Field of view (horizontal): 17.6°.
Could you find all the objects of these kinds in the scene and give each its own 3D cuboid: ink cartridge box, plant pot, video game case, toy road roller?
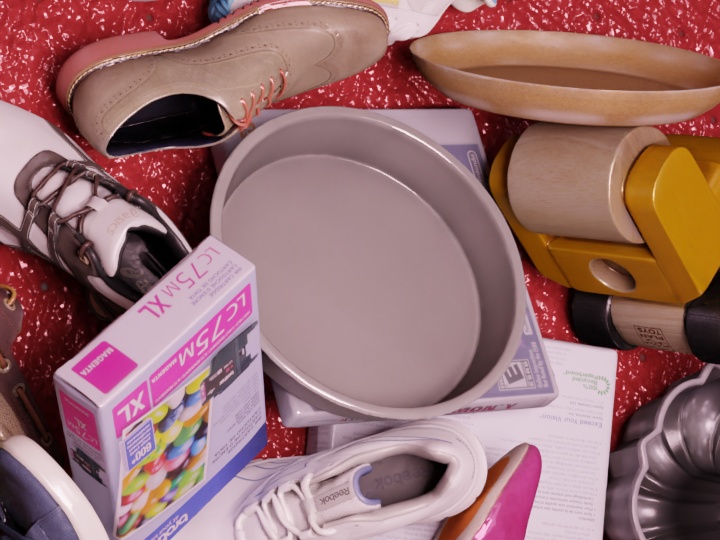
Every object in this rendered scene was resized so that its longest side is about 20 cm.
[{"bbox_3d":[0.059,0.133,1.415,0.199,0.041,0.200,11,78,-26],"label":"ink cartridge box"},{"bbox_3d":[0.128,-0.116,1.414,0.200,0.200,0.028,-4,107,-30],"label":"plant pot"},{"bbox_3d":[-0.103,0.085,1.255,0.042,0.200,0.119,35,60,22],"label":"ink cartridge box"},{"bbox_3d":[0.013,-0.007,1.386,0.182,0.023,0.200,-3,65,-30],"label":"video game case"},{"bbox_3d":[0.187,-0.043,1.445,0.200,0.123,0.146,52,58,-38],"label":"toy road roller"}]

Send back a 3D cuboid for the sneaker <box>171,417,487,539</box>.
[{"bbox_3d":[-0.027,0.130,1.311,0.200,0.087,0.075,-23,83,2],"label":"sneaker"}]

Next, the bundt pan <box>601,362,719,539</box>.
[{"bbox_3d":[0.234,0.156,1.491,0.202,0.076,0.202,4,81,-29],"label":"bundt pan"}]

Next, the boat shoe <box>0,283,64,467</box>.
[{"bbox_3d":[-0.218,0.034,1.261,0.072,0.072,0.200,-32,103,-37],"label":"boat shoe"}]

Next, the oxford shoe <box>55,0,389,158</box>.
[{"bbox_3d":[-0.069,-0.104,1.337,0.200,0.070,0.075,-17,49,-14],"label":"oxford shoe"}]

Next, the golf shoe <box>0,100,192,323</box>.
[{"bbox_3d":[-0.153,-0.035,1.285,0.200,0.094,0.078,39,67,-9],"label":"golf shoe"}]

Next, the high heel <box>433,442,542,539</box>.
[{"bbox_3d":[0.078,0.203,1.348,0.096,0.067,0.200,31,75,-10],"label":"high heel"}]

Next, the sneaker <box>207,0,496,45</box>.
[{"bbox_3d":[0.001,-0.172,1.410,0.200,0.076,0.081,-22,97,-28],"label":"sneaker"}]

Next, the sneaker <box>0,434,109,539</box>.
[{"bbox_3d":[-0.172,0.185,1.232,0.084,0.075,0.200,-27,117,-25],"label":"sneaker"}]

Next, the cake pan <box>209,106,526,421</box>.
[{"bbox_3d":[0.000,0.000,1.337,0.200,0.037,0.200,14,57,-22],"label":"cake pan"}]
